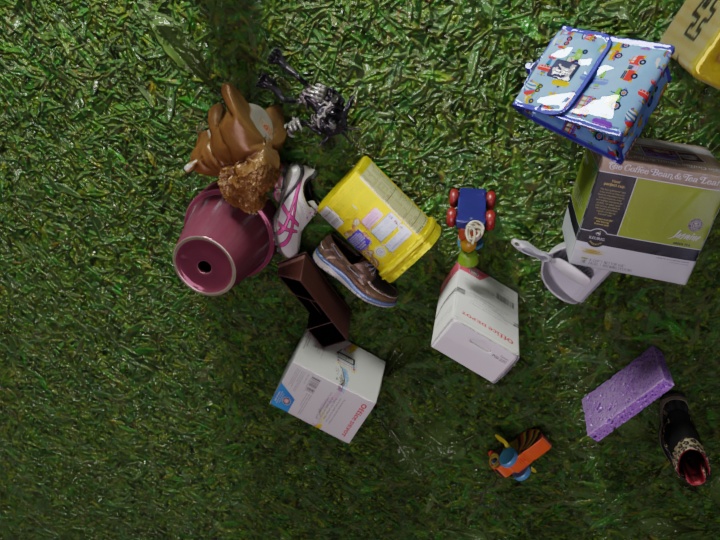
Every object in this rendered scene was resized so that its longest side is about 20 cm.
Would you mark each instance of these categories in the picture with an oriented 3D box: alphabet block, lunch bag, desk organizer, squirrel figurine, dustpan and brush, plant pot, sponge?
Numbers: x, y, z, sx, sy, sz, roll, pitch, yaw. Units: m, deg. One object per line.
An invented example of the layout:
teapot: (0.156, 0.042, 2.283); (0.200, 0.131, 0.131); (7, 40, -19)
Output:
alphabet block: (0.562, -0.337, 0.825); (0.193, 0.201, 0.198); (23, 122, -2)
lunch bag: (0.343, -0.280, 0.928); (0.199, 0.094, 0.152); (31, 88, 29)
desk organizer: (-0.095, 0.066, 1.254); (0.071, 0.078, 0.201); (-18, 129, 22)
squirrel figurine: (-0.232, -0.202, 1.101); (0.185, 0.141, 0.203); (-22, 80, 31)
dustpan and brush: (0.369, -0.016, 1.135); (0.198, 0.057, 0.140); (31, 129, -1)
plant pot: (-0.272, -0.052, 1.195); (0.196, 0.180, 0.203); (5, 121, 9)
sponge: (0.532, 0.248, 1.225); (0.030, 0.112, 0.201); (34, 121, -7)

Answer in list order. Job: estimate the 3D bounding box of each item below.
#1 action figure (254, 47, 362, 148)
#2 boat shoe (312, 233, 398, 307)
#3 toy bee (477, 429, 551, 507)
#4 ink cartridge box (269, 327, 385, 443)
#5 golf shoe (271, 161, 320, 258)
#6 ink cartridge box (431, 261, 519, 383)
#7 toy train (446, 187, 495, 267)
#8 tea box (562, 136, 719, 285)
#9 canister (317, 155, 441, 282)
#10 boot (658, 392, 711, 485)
action figure: (-0.091, -0.288, 1.063); (0.199, 0.102, 0.119); (37, 120, -6)
boat shoe: (0.000, 0.000, 1.226); (0.198, 0.073, 0.073); (32, 120, -7)
toy bee: (0.335, 0.428, 1.395); (0.197, 0.109, 0.133); (-24, 106, -3)
ink cartridge box: (-0.068, 0.246, 1.341); (0.198, 0.145, 0.148); (28, 123, -5)
golf shoe: (-0.124, -0.109, 1.189); (0.090, 0.073, 0.203); (9, 122, 8)
ink cartridge box: (0.221, 0.092, 1.153); (0.144, 0.201, 0.085); (30, 122, -6)
toy train: (0.193, -0.054, 1.078); (0.083, 0.201, 0.117); (4, 126, 10)
tea box: (0.465, -0.108, 1.020); (0.196, 0.134, 0.200); (11, 123, 6)
canister: (0.034, -0.097, 1.151); (0.200, 0.087, 0.148); (43, 115, -11)
boot: (0.664, 0.373, 1.244); (0.072, 0.151, 0.203); (-8, 118, 17)
